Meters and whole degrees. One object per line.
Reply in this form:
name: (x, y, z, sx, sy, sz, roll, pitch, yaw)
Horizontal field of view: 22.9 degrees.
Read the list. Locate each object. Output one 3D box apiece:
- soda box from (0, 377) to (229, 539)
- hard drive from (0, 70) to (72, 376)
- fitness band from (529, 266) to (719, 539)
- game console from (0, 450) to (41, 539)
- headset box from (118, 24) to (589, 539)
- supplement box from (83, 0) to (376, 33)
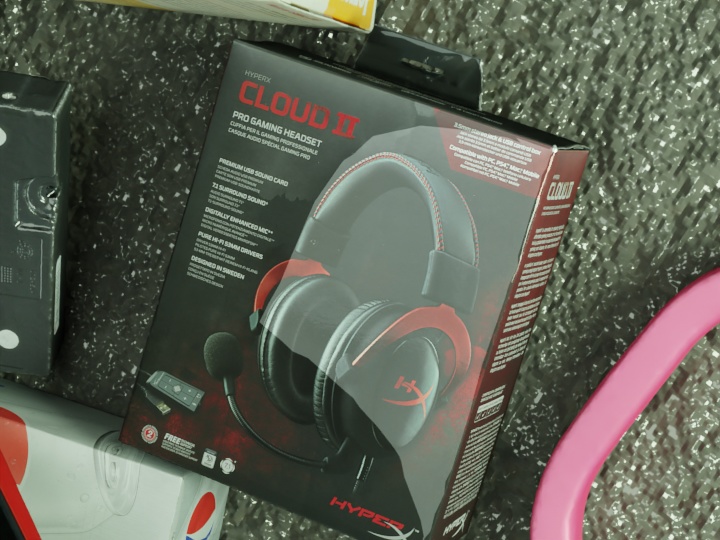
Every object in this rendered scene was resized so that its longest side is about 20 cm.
soda box: (-0.163, 0.090, 0.816, 0.198, 0.068, 0.064, 16, 98, 16)
hard drive: (-0.230, -0.031, 0.795, 0.198, 0.038, 0.141, 7, 122, 1)
fitness band: (0.157, 0.089, 0.732, 0.143, 0.037, 0.201, 39, 102, 12)
game console: (-0.234, 0.128, 0.733, 0.199, 0.031, 0.177, -32, 56, -5)
headset box: (0.000, 0.000, 0.755, 0.148, 0.075, 0.202, 20, 99, 16)
supplement box: (-0.100, -0.151, 0.751, 0.198, 0.126, 0.074, 9, 94, 16)
